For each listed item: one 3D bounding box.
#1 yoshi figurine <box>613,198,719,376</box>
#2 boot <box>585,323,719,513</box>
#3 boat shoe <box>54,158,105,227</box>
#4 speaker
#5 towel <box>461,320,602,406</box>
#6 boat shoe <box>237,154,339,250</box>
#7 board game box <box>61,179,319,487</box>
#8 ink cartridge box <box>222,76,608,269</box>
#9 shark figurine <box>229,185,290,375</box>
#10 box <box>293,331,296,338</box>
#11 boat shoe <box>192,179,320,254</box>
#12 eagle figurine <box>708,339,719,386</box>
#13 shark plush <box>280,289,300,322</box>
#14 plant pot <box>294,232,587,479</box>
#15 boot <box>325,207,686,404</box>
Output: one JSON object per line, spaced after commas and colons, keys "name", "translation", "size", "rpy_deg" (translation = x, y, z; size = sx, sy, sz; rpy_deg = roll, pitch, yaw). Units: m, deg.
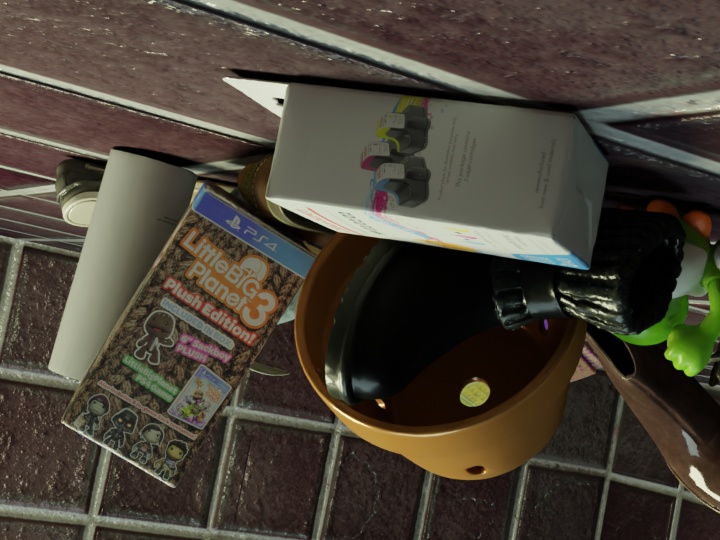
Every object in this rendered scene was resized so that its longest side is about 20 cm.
{"name": "yoshi figurine", "translation": [0.243, 0.017, 0.858], "size": [0.199, 0.112, 0.112], "rpy_deg": [13, -177, 18]}
{"name": "boot", "translation": [0.245, 0.109, 1.051], "size": [0.166, 0.072, 0.200], "rpy_deg": [28, -153, -54]}
{"name": "boat shoe", "translation": [-0.212, -0.070, 1.274], "size": [0.067, 0.057, 0.200], "rpy_deg": [-37, 150, 32]}
{"name": "speaker", "translation": [-0.203, -0.001, 1.110], "size": [0.081, 0.201, 0.081], "rpy_deg": [15, 179, 0]}
{"name": "towel", "translation": [0.113, 0.069, 1.090], "size": [0.143, 0.023, 0.200], "rpy_deg": [-22, 147, 20]}
{"name": "boat shoe", "translation": [-0.004, -0.043, 0.981], "size": [0.200, 0.072, 0.068], "rpy_deg": [27, 170, -39]}
{"name": "board game box", "translation": [-0.130, 0.041, 0.994], "size": [0.097, 0.200, 0.159], "rpy_deg": [32, -179, -9]}
{"name": "ink cartridge box", "translation": [0.027, -0.053, 0.715], "size": [0.199, 0.068, 0.115], "rpy_deg": [10, 175, 21]}
{"name": "shark figurine", "translation": [-0.112, 0.041, 1.146], "size": [0.089, 0.128, 0.215], "rpy_deg": [23, 137, 22]}
{"name": "box", "translation": [0.043, 0.037, 1.287], "size": [0.137, 0.040, 0.200], "rpy_deg": [-24, 177, 31]}
{"name": "boat shoe", "translation": [-0.109, -0.040, 1.213], "size": [0.199, 0.069, 0.074], "rpy_deg": [10, 175, 3]}
{"name": "eagle figurine", "translation": [0.379, 0.061, 0.992], "size": [0.200, 0.151, 0.152], "rpy_deg": [21, 169, 22]}
{"name": "shark plush", "translation": [-0.006, 0.011, 1.256], "size": [0.199, 0.091, 0.083], "rpy_deg": [-4, -149, 27]}
{"name": "plant pot", "translation": [0.068, 0.057, 0.915], "size": [0.199, 0.201, 0.140], "rpy_deg": [9, 151, 24]}
{"name": "boot", "translation": [0.090, 0.018, 0.777], "size": [0.157, 0.211, 0.080], "rpy_deg": [20, 142, 29]}
